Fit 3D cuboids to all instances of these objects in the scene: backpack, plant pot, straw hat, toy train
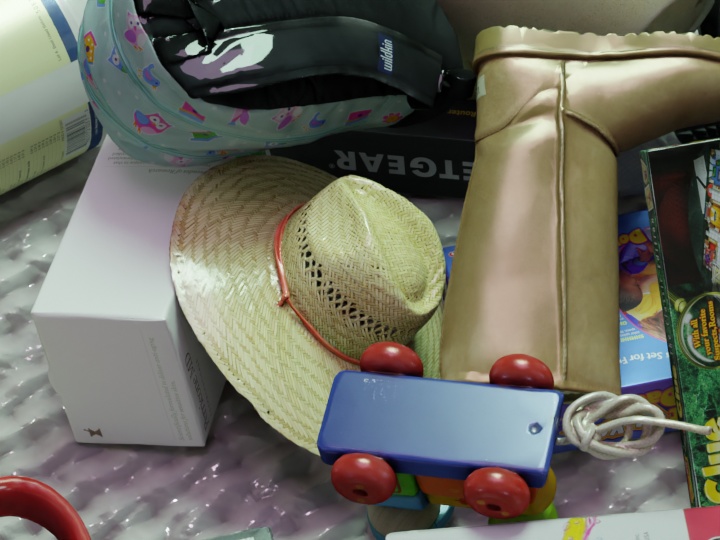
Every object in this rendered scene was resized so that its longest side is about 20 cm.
[{"bbox_3d":[-0.056,-0.132,1.352,0.199,0.127,0.168,-16,74,-35],"label":"backpack"},{"bbox_3d":[0.134,-0.182,1.437,0.200,0.201,0.135,-34,72,-26],"label":"plant pot"},{"bbox_3d":[0.000,0.000,1.330,0.200,0.085,0.202,21,49,-26],"label":"straw hat"},{"bbox_3d":[0.085,0.108,1.255,0.198,0.116,0.085,5,56,16],"label":"toy train"}]

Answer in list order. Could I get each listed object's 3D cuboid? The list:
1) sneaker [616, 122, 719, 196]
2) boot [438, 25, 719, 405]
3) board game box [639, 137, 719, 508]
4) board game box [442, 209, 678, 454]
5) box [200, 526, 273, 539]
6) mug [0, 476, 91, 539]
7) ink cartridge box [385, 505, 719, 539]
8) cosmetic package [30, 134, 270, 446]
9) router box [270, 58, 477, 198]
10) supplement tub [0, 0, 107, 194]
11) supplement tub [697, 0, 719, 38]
[{"bbox_3d":[0.164,-0.077,1.434,0.199,0.072,0.072,-6,38,-37],"label":"sneaker"},{"bbox_3d":[0.134,-0.026,1.319,0.174,0.066,0.202,2,74,4],"label":"boot"},{"bbox_3d":[0.213,0.027,1.287,0.104,0.202,0.023,-9,7,-5],"label":"board game box"},{"bbox_3d":[0.155,0.030,1.381,0.198,0.045,0.135,-10,45,-4],"label":"board game box"},{"bbox_3d":[-0.037,0.244,1.107,0.051,0.158,0.201,-12,46,-5],"label":"box"},{"bbox_3d":[-0.207,0.180,1.205,0.177,0.134,0.200,-42,56,-9],"label":"mug"},{"bbox_3d":[0.114,0.200,1.186,0.198,0.086,0.148,-6,45,3],"label":"ink cartridge box"},{"bbox_3d":[-0.114,-0.007,1.402,0.084,0.108,0.201,1,46,14],"label":"cosmetic package"},{"bbox_3d":[0.049,-0.119,1.537,0.198,0.052,0.158,5,46,11],"label":"router box"},{"bbox_3d":[-0.263,-0.107,1.495,0.199,0.146,0.145,-28,48,-21],"label":"supplement tub"},{"bbox_3d":[0.274,-0.143,1.437,0.121,0.123,0.200,-8,17,-1],"label":"supplement tub"}]
